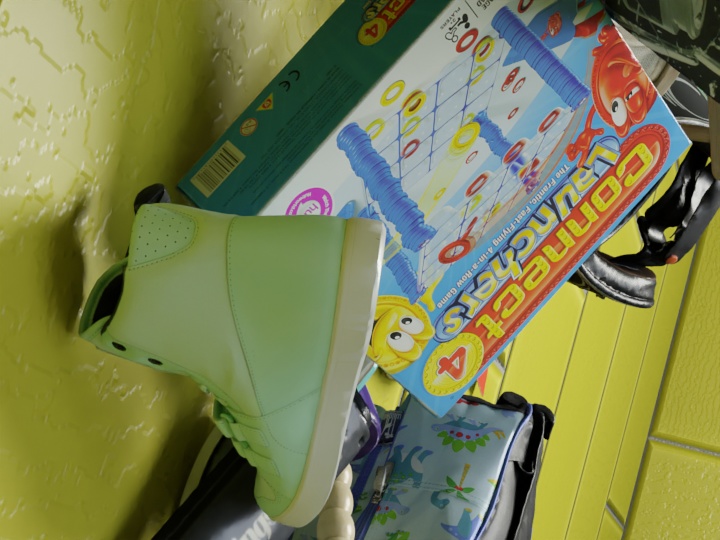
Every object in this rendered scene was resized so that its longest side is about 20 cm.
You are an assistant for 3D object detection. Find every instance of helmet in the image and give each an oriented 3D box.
[{"bbox_3d":[0.175,-0.083,1.149,0.191,0.200,0.200,-127,-147,-53],"label":"helmet"}]

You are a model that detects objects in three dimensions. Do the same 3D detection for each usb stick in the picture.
[{"bbox_3d":[-0.062,0.124,0.749,0.200,0.033,0.055,-48,113,-35],"label":"usb stick"}]

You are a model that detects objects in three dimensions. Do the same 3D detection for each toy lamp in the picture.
[{"bbox_3d":[-0.014,0.133,0.851,0.058,0.058,0.200,83,4,-47],"label":"toy lamp"}]

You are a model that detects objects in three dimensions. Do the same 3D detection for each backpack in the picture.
[{"bbox_3d":[0.027,0.186,0.951,0.200,0.147,0.183,-64,159,-47],"label":"backpack"}]

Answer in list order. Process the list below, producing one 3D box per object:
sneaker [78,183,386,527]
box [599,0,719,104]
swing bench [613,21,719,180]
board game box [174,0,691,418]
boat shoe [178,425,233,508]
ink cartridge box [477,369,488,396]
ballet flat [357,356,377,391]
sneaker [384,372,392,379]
[{"bbox_3d":[-0.059,0.038,0.671,0.201,0.118,0.074,101,-2,-51],"label":"sneaker"},{"bbox_3d":[0.175,-0.205,0.691,0.124,0.197,0.200,-18,131,-22],"label":"box"},{"bbox_3d":[0.125,-0.163,0.906,0.199,0.130,0.200,2,100,-34],"label":"swing bench"},{"bbox_3d":[0.044,-0.052,0.752,0.200,0.056,0.196,-48,137,0],"label":"board game box"},{"bbox_3d":[-0.062,0.174,0.811,0.073,0.062,0.200,-13,114,-67],"label":"boat shoe"},{"bbox_3d":[0.141,-0.007,1.329,0.160,0.047,0.200,70,35,-60],"label":"ink cartridge box"},{"bbox_3d":[0.000,0.000,0.899,0.064,0.067,0.200,57,48,-25],"label":"ballet flat"},{"bbox_3d":[0.057,0.036,1.042,0.200,0.085,0.077,55,52,-66],"label":"sneaker"}]
